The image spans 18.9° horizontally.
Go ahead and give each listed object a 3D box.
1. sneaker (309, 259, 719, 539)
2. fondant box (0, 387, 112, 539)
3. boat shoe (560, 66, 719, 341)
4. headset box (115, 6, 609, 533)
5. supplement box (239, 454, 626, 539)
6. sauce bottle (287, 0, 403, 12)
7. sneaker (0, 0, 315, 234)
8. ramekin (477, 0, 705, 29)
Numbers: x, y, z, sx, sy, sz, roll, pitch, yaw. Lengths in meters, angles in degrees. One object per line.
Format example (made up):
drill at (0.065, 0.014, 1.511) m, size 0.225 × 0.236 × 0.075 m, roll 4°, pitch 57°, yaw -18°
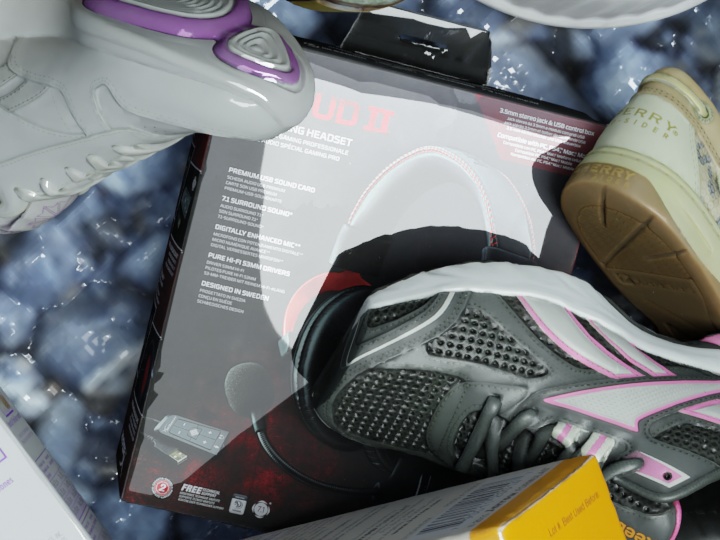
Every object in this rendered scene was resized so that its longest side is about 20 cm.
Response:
sneaker at (0.083, 0.059, 0.750) m, size 0.199 × 0.087 × 0.081 m, roll 8°, pitch 130°, yaw -9°
fondant box at (-0.206, 0.072, 0.807) m, size 0.144 × 0.058 × 0.200 m, roll -36°, pitch 94°, yaw -1°
boat shoe at (0.146, 0.008, 0.824) m, size 0.063 × 0.073 × 0.200 m, roll -58°, pitch 137°, yaw -20°
headset box at (0.000, 0.000, 0.826) m, size 0.148 × 0.075 × 0.201 m, roll 14°, pitch 97°, yaw -10°
supplement box at (0.005, 0.150, 0.737) m, size 0.199 × 0.073 × 0.127 m, roll -19°, pitch 95°, yaw 35°
sauce bottle at (-0.011, -0.121, 0.742) m, size 0.064 × 0.200 × 0.065 m, roll -1°, pitch 98°, yaw -9°
sneaker at (-0.095, -0.058, 0.773) m, size 0.075 × 0.199 × 0.100 m, roll -18°, pitch 114°, yaw -49°
ramekin at (0.095, -0.188, 0.799) m, size 0.201 × 0.094 × 0.204 m, roll -1°, pitch 100°, yaw -8°
